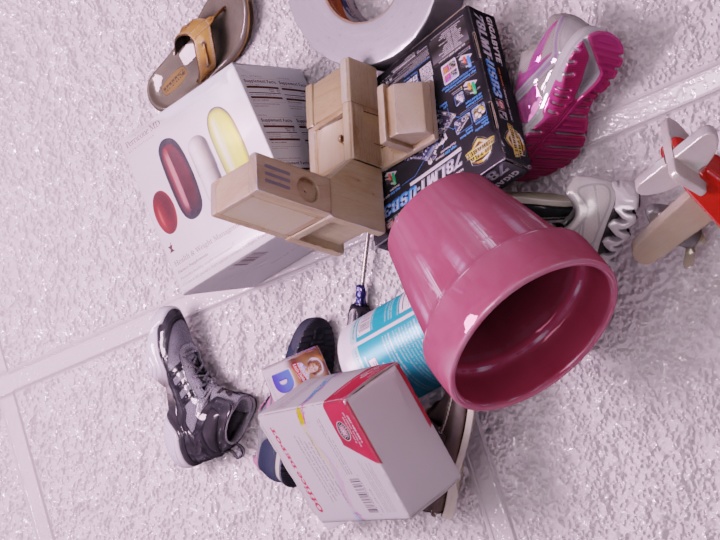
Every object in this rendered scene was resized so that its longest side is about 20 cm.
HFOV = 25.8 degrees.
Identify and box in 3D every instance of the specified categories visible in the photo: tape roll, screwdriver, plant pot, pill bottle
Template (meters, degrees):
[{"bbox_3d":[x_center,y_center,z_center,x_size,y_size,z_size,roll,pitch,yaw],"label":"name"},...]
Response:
[{"bbox_3d":[0.017,-0.326,1.765,0.199,0.066,0.201,1,92,31],"label":"tape roll"},{"bbox_3d":[0.000,0.000,1.807,0.029,0.028,0.201,2,97,3],"label":"screwdriver"},{"bbox_3d":[0.124,0.007,1.554,0.200,0.200,0.179,-53,53,22],"label":"plant pot"},{"bbox_3d":[0.080,0.068,1.714,0.200,0.111,0.111,-30,77,29],"label":"pill bottle"}]

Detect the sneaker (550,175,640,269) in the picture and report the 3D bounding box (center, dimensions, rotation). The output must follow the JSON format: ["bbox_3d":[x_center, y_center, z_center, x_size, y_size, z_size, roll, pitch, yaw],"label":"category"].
[{"bbox_3d":[0.223,-0.006,1.625,0.081,0.075,0.201,13,109,-4],"label":"sneaker"}]

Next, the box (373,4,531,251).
[{"bbox_3d":[0.080,-0.148,1.689,0.200,0.050,0.199,-35,54,37],"label":"box"}]

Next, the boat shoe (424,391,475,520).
[{"bbox_3d":[0.088,0.184,1.704,0.059,0.072,0.201,11,125,4],"label":"boat shoe"}]

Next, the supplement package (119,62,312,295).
[{"bbox_3d":[-0.136,-0.105,1.820,0.191,0.147,0.201,-30,77,29],"label":"supplement package"}]

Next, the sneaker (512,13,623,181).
[{"bbox_3d":[0.200,-0.184,1.655,0.200,0.081,0.088,-61,37,29],"label":"sneaker"}]

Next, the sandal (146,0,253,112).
[{"bbox_3d":[-0.201,-0.269,1.907,0.200,0.055,0.082,-42,71,26],"label":"sandal"}]

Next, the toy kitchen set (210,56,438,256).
[{"bbox_3d":[-0.038,-0.151,1.649,0.163,0.180,0.201,-26,58,43],"label":"toy kitchen set"}]

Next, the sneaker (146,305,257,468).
[{"bbox_3d":[-0.188,0.137,1.907,0.113,0.075,0.201,-7,94,31],"label":"sneaker"}]

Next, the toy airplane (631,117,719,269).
[{"bbox_3d":[0.361,-0.081,1.519,0.199,0.141,0.200,5,127,18],"label":"toy airplane"}]

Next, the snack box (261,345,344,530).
[{"bbox_3d":[-0.043,0.191,1.795,0.072,0.024,0.201,-23,98,-4],"label":"snack box"}]

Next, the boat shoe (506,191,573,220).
[{"bbox_3d":[0.142,-0.051,1.693,0.199,0.074,0.066,1,94,32],"label":"boat shoe"}]

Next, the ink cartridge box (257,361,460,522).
[{"bbox_3d":[-0.004,0.186,1.681,0.148,0.085,0.200,60,151,-9],"label":"ink cartridge box"}]

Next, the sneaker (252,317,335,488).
[{"bbox_3d":[-0.087,0.148,1.848,0.082,0.070,0.201,14,92,47],"label":"sneaker"}]
